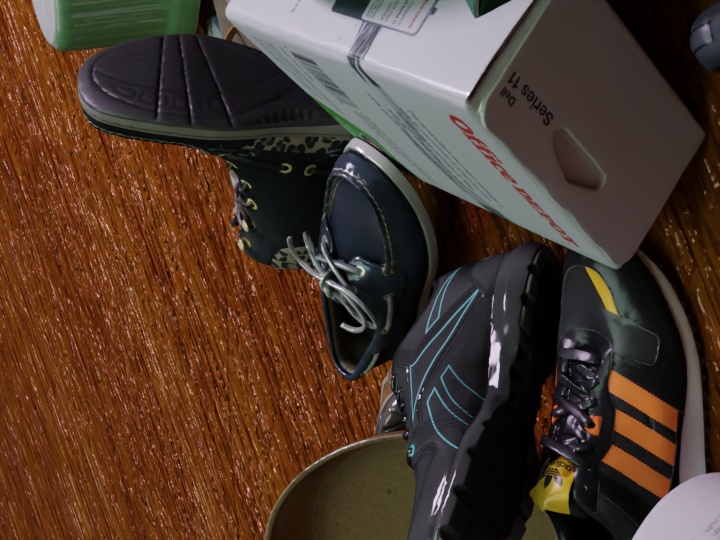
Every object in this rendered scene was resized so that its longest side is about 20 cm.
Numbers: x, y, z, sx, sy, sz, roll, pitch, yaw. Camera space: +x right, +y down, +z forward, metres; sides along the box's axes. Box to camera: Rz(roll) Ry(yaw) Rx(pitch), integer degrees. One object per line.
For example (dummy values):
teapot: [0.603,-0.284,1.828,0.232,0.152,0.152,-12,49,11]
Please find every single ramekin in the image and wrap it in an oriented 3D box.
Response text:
ramekin: [-0.183,-0.248,1.014,0.200,0.096,0.203,167,90,-74]

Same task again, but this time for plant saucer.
plant saucer: [0.043,0.162,0.870,0.036,0.197,0.202,-81,-1,-55]

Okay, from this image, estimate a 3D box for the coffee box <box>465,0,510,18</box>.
coffee box: [0.101,-0.194,0.544,0.124,0.198,0.044,61,177,8]

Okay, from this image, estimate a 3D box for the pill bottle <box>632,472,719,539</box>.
pill bottle: [0.213,0.166,0.624,0.199,0.113,0.116,15,118,54]

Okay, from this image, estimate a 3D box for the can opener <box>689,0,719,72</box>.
can opener: [0.201,-0.120,0.552,0.199,0.063,0.080,-16,91,59]

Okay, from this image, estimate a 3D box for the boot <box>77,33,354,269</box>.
boot: [-0.074,-0.063,0.897,0.155,0.200,0.074,109,156,-51]

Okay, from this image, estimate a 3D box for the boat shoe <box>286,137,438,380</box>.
boat shoe: [0.000,0.000,0.870,0.075,0.062,0.201,45,161,22]

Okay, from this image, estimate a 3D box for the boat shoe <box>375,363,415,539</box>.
boat shoe: [0.049,0.134,0.922,0.074,0.074,0.202,-96,1,-55]

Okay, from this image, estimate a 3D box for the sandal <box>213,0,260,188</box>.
sandal: [-0.080,-0.103,0.959,0.081,0.054,0.201,51,155,31]

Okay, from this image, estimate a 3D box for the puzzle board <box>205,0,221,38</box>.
puzzle board: [-0.067,-0.162,0.958,0.151,0.017,0.202,47,153,35]

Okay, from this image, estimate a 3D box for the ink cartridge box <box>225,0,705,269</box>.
ink cartridge box: [0.049,-0.096,0.718,0.199,0.084,0.146,30,172,47]

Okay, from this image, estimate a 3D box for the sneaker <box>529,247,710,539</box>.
sneaker: [0.124,0.084,0.747,0.070,0.089,0.203,5,109,56]

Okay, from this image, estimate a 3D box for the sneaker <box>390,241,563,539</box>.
sneaker: [0.054,0.077,0.776,0.078,0.202,0.076,-3,141,32]
